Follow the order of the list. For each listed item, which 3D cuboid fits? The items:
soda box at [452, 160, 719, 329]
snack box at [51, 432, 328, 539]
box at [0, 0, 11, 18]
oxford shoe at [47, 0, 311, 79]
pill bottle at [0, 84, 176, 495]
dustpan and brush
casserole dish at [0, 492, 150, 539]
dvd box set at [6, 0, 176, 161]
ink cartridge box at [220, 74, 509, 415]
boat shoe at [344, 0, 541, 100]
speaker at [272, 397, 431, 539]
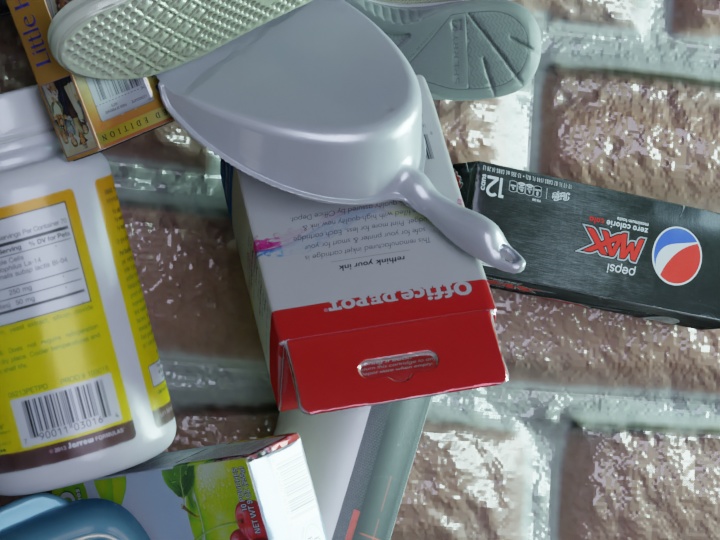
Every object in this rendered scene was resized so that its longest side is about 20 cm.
[{"bbox_3d":[0.133,-0.013,1.681,0.199,0.071,0.064,12,83,-24],"label":"soda box"},{"bbox_3d":[-0.072,0.194,1.545,0.053,0.142,0.201,-23,99,-51],"label":"snack box"},{"bbox_3d":[-0.175,-0.196,1.562,0.199,0.035,0.111,-19,96,-24],"label":"box"},{"bbox_3d":[-0.081,-0.151,1.485,0.199,0.075,0.058,-27,67,-33],"label":"oxford shoe"},{"bbox_3d":[-0.170,0.008,1.522,0.109,0.109,0.201,-16,96,-24],"label":"pill bottle"},{"bbox_3d":[0.005,-0.064,1.519,0.199,0.057,0.140,29,43,20],"label":"dustpan and brush"},{"bbox_3d":[-0.137,0.210,1.488,0.121,0.039,0.201,-22,92,-15],"label":"casserole dish"},{"bbox_3d":[-0.132,-0.171,1.512,0.146,0.029,0.201,-29,100,-49],"label":"dvd box set"},{"bbox_3d":[0.000,0.000,1.542,0.115,0.067,0.201,-8,56,-10],"label":"ink cartridge box"},{"bbox_3d":[-0.001,-0.126,1.633,0.201,0.065,0.075,-5,101,-20],"label":"boat shoe"},{"bbox_3d":[-0.011,0.100,1.611,0.081,0.081,0.201,21,81,-23],"label":"speaker"}]
